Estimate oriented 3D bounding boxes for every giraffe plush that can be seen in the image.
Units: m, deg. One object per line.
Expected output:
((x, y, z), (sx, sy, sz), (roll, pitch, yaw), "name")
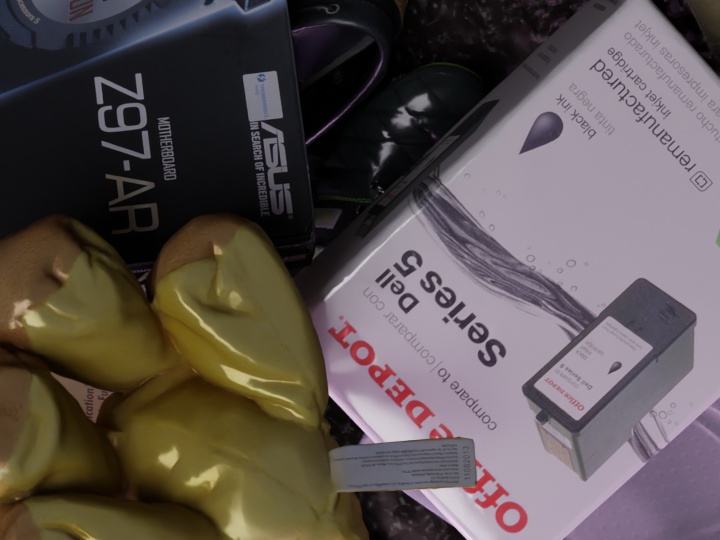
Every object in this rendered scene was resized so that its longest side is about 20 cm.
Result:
((-0.076, 0.078, 1.072), (0.199, 0.173, 0.162), (16, 162, -16), "giraffe plush")

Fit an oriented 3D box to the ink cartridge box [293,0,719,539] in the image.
((0.082, 0.004, 1.118), (0.200, 0.084, 0.146), (-43, 98, 4), "ink cartridge box")

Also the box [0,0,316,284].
((-0.108, -0.093, 1.111), (0.159, 0.044, 0.201), (-6, 78, -5), "box")

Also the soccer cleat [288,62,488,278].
((0.000, 0.000, 1.189), (0.067, 0.081, 0.200), (19, 123, -26), "soccer cleat")

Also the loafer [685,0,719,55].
((0.111, -0.163, 1.097), (0.067, 0.076, 0.200), (-41, 95, 21), "loafer")

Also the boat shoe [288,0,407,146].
((-0.059, -0.067, 1.190), (0.200, 0.062, 0.075), (-36, 124, 25), "boat shoe")

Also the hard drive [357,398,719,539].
((0.111, 0.079, 1.212), (0.200, 0.042, 0.135), (30, 117, 4), "hard drive")

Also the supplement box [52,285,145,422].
((-0.161, 0.048, 1.193), (0.199, 0.127, 0.074), (7, 150, -15), "supplement box")
